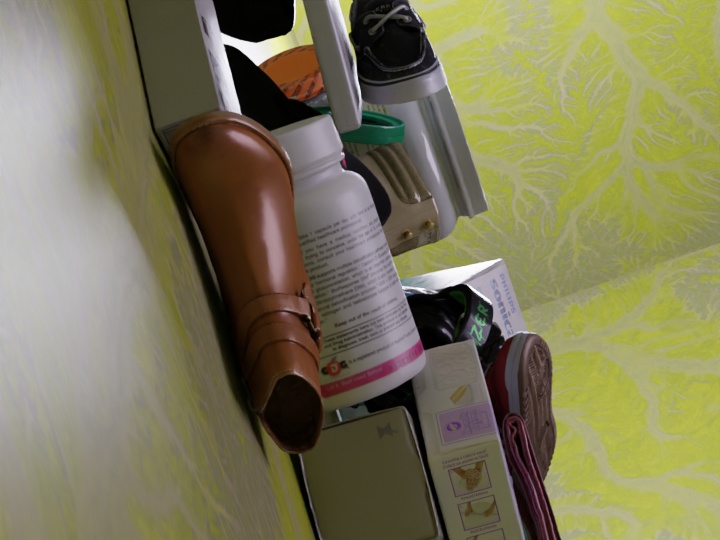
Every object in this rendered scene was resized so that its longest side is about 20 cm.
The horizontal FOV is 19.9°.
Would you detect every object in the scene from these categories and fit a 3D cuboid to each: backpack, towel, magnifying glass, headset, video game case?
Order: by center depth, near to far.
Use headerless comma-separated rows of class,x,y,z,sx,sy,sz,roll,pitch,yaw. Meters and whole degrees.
towel,0.140,0.211,1.610,0.200,0.023,0.145,76,-1,-65
video game case,-0.033,-0.222,1.672,0.182,0.023,0.202,-85,160,-78
headset,0.029,0.073,1.679,0.094,0.200,0.124,35,55,-15
magnifying glass,-0.044,-0.122,1.702,0.079,0.199,0.023,23,-70,44
backpack,-0.118,-0.302,1.757,0.201,0.153,0.164,-74,144,-50

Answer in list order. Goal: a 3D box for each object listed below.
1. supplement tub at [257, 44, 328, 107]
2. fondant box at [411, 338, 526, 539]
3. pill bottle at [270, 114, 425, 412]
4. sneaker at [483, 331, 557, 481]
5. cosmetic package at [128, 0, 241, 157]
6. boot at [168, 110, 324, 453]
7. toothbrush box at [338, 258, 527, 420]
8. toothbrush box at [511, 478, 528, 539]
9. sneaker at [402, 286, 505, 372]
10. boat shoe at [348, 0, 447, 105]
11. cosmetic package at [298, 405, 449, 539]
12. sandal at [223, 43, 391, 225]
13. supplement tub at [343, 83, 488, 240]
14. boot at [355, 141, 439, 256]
supplement tub,-0.040,-0.121,2.092,0.123,0.122,0.201,-104,175,-62
fondant box,0.090,0.176,1.560,0.145,0.058,0.201,-100,174,-61
pill bottle,-0.034,-0.005,1.512,0.113,0.112,0.202,-90,161,-82
sneaker,0.098,0.105,1.667,0.201,0.112,0.072,79,32,-55
cosmetic package,-0.119,-0.144,1.401,0.083,0.050,0.201,70,3,-49
boot,-0.063,0.008,1.311,0.201,0.073,0.156,65,11,-47
toothbrush box,0.064,0.083,1.957,0.085,0.199,0.148,-28,103,-47
toothbrush box,0.080,0.218,1.824,0.085,0.145,0.202,-36,107,-88
sneaker,0.023,0.049,1.803,0.086,0.198,0.078,-122,-133,-64
boat shoe,0.025,-0.193,1.702,0.200,0.071,0.068,-102,178,-67
cosmetic package,0.014,0.171,1.550,0.200,0.087,0.104,65,11,-77
sandal,-0.053,-0.103,1.620,0.200,0.075,0.045,44,-33,-6
supplement tub,0.003,-0.080,1.844,0.145,0.198,0.146,-19,90,-87
boot,0.000,0.000,1.669,0.201,0.154,0.073,70,-24,13
